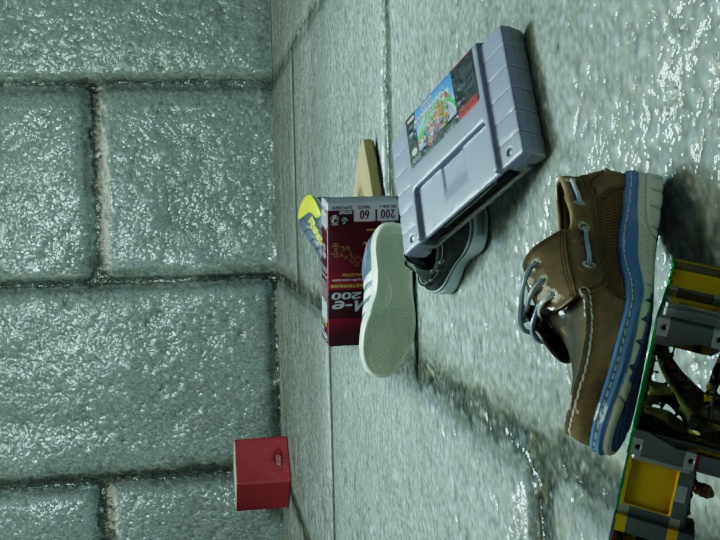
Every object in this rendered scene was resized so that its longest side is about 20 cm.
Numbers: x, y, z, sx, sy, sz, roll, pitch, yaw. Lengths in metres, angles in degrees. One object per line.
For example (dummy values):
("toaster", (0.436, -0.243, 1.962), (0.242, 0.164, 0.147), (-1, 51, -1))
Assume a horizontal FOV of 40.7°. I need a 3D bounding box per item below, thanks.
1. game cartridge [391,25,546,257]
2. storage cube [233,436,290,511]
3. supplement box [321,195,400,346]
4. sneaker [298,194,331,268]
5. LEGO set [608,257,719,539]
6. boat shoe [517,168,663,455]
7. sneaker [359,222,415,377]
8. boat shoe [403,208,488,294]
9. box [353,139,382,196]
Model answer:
("game cartridge", (0.088, -0.112, 0.879), (0.200, 0.038, 0.132), (-43, 51, 53))
("storage cube", (-0.326, 0.667, 3.198), (0.202, 0.176, 0.173), (98, 166, -48))
("supplement box", (0.000, 0.000, 1.368), (0.061, 0.107, 0.204), (-131, 40, -74))
("sneaker", (-0.023, -0.032, 1.506), (0.074, 0.081, 0.203), (-41, 65, 43))
("LEGO set", (0.178, 0.094, 0.435), (0.153, 0.114, 0.204), (5, -82, -71))
("boat shoe", (0.124, 0.016, 0.541), (0.201, 0.071, 0.073), (-66, -20, -48))
("sneaker", (0.033, 0.040, 1.297), (0.084, 0.073, 0.204), (175, 103, -79))
("boat shoe", (0.078, -0.021, 1.026), (0.200, 0.065, 0.071), (126, 141, -74))
("box", (0.015, -0.075, 1.518), (0.164, 0.021, 0.203), (102, 162, -57))
